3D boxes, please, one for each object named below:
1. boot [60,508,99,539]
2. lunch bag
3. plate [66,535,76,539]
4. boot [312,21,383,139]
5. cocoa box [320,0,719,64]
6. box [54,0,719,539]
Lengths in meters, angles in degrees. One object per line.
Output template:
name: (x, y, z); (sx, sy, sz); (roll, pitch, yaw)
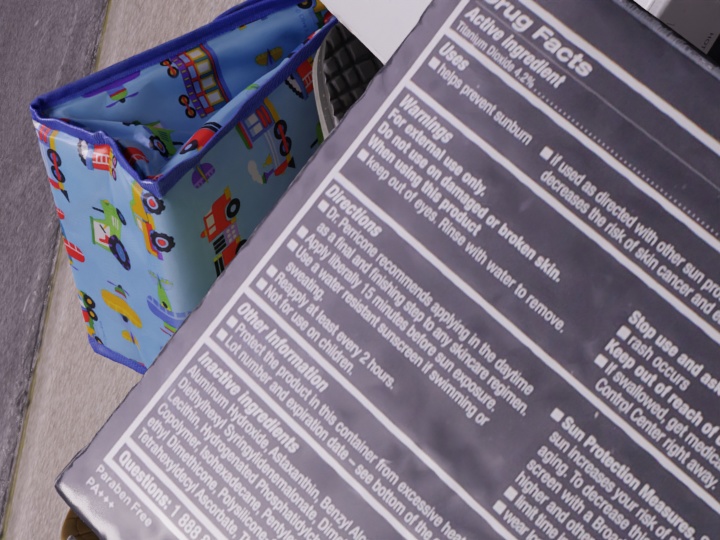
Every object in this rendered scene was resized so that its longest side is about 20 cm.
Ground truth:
boot: (-0.118, 0.172, 1.035); (0.200, 0.072, 0.156); (-62, -20, -65)
lunch bag: (-0.040, -0.050, 0.891); (0.094, 0.200, 0.151); (32, 145, 34)
plate: (-0.198, 0.251, 0.900); (0.200, 0.032, 0.200); (-59, -2, -46)
boot: (0.000, 0.000, 0.839); (0.130, 0.067, 0.201); (-33, 72, 52)
cocoa box: (0.074, -0.128, 0.684); (0.200, 0.131, 0.134); (47, 118, 34)
box: (0.064, 0.051, 0.505); (0.200, 0.123, 0.199); (42, 98, 25)
